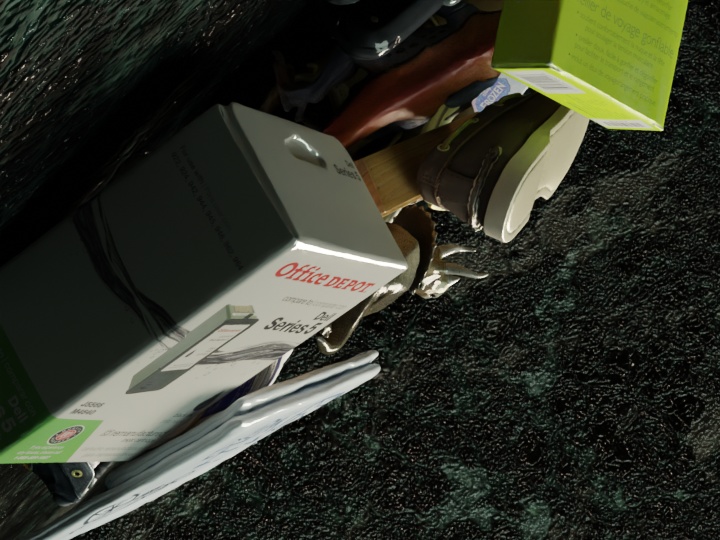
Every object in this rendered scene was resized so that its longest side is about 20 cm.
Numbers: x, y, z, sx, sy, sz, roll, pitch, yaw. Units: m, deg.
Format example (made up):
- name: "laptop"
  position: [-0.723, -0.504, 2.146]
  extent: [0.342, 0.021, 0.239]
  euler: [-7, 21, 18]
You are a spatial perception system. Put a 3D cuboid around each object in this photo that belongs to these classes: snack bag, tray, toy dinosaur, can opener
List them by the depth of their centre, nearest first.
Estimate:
- name: "can opener"
  position: [0.047, -0.180, 1.130]
  extent: [0.200, 0.063, 0.079]
  euler: [-42, 175, -36]
- name: "toy dinosaur"
  position: [0.051, -0.107, 1.199]
  extent: [0.181, 0.105, 0.200]
  euler: [-15, -143, 12]
- name: "snack bag"
  position: [-0.101, 0.108, 1.235]
  extent: [0.200, 0.021, 0.189]
  euler: [-31, 175, 25]
- name: "tray"
  position: [0.003, -0.048, 1.245]
  extent: [0.099, 0.037, 0.200]
  euler: [-23, -179, 24]
- name: "toy dinosaur"
  position: [0.000, 0.000, 1.280]
  extent: [0.102, 0.077, 0.200]
  euler: [-31, 176, 14]

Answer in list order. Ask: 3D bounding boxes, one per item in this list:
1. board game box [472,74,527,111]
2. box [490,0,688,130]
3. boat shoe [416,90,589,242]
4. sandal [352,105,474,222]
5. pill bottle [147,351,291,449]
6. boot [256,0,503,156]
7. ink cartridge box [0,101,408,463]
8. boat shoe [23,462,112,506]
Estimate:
- name: "board game box"
  position: [0.141, -0.210, 1.622]
  extent: [0.200, 0.041, 0.200]
  euler: [-52, -172, 51]
- name: "box"
  position: [0.141, -0.190, 1.170]
  extent: [0.122, 0.048, 0.200]
  euler: [21, 78, -48]
- name: "boat shoe"
  position: [0.089, -0.073, 1.241]
  extent: [0.200, 0.059, 0.072]
  euler: [-44, 152, -62]
- name: "sandal"
  position: [0.049, -0.087, 1.424]
  extent: [0.080, 0.057, 0.201]
  euler: [-19, -151, 48]
- name: "pill bottle"
  position: [-0.111, 0.037, 1.286]
  extent: [0.120, 0.120, 0.200]
  euler: [-45, 172, 16]
- name: "boot"
  position: [0.019, -0.131, 1.316]
  extent: [0.200, 0.073, 0.155]
  euler: [-35, -178, 29]
- name: "ink cartridge box"
  position: [-0.096, 0.012, 1.067]
  extent: [0.200, 0.084, 0.145]
  euler: [-35, 163, 17]
- name: "boat shoe"
  position: [-0.189, 0.090, 1.369]
  extent: [0.071, 0.091, 0.200]
  euler: [-43, 176, -25]
